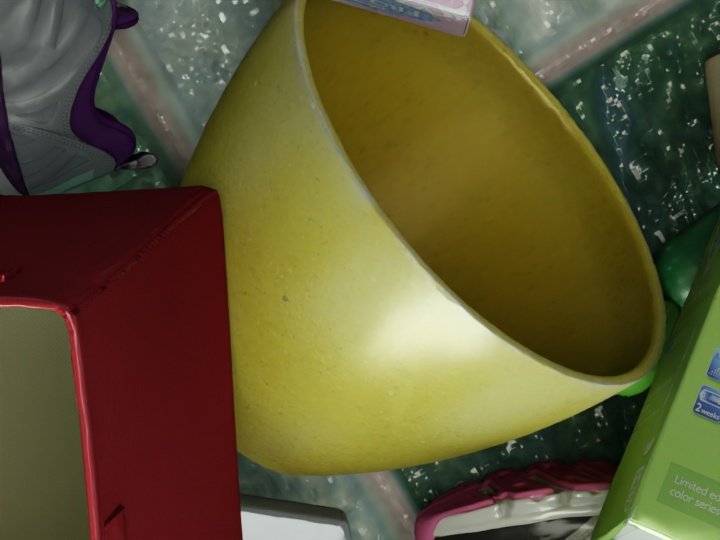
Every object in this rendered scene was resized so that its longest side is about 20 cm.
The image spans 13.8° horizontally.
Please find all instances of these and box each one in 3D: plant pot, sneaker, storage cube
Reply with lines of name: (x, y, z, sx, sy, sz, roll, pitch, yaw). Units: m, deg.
plant pot: (0.000, 0.000, 1.167, 0.200, 0.200, 0.142, 44, 117, -14)
sneaker: (-0.138, -0.123, 1.176, 0.087, 0.074, 0.201, -17, 114, -16)
storage cube: (-0.145, 0.070, 1.049, 0.170, 0.180, 0.201, 0, 104, 13)
sneaker: (0.121, 0.126, 1.254, 0.199, 0.074, 0.088, -1, 95, -13)

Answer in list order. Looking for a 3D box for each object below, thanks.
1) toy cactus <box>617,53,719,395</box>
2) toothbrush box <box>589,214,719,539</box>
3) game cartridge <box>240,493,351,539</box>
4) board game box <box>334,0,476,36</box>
toy cactus: (0.182, -0.012, 1.241, 0.199, 0.102, 0.166, -15, 84, -3)
toothbrush box: (0.194, 0.040, 1.143, 0.145, 0.086, 0.201, 23, 77, -1)
game cartridge: (-0.069, 0.185, 1.186, 0.133, 0.041, 0.201, 10, 97, -7)
board game box: (-0.029, -0.209, 1.098, 0.199, 0.043, 0.200, 15, 84, 1)
